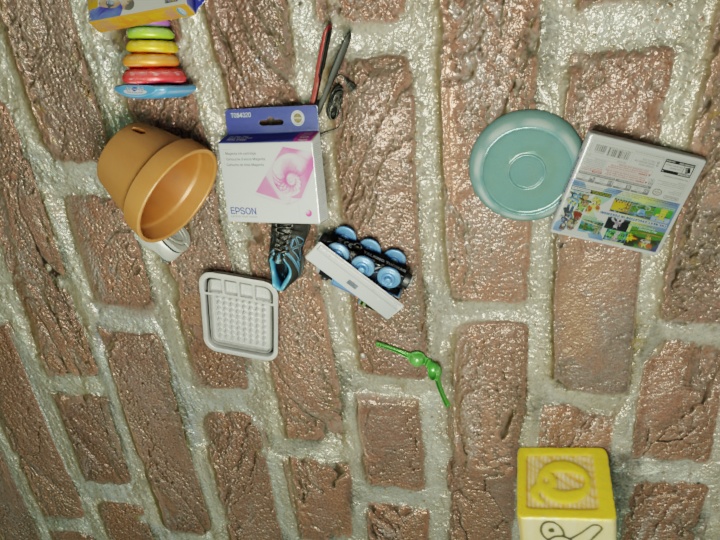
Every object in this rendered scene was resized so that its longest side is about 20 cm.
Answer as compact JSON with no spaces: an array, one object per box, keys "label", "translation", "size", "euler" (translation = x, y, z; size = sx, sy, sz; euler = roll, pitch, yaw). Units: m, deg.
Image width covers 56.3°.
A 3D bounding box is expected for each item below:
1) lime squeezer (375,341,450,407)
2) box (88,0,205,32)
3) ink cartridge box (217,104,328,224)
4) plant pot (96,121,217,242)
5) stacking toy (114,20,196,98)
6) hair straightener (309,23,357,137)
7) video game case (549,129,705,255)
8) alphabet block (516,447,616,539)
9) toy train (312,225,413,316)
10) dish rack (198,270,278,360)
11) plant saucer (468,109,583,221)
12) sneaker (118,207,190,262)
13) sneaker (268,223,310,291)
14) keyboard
[{"label":"lime squeezer","translation":[0.121,0.201,1.381],"size":[0.199,0.070,0.038],"euler":[40,144,24]},{"label":"box","translation":[-0.340,-0.461,1.078],"size":[0.197,0.041,0.121],"euler":[-6,81,14]},{"label":"ink cartridge box","translation":[-0.159,-0.185,1.194],"size":[0.194,0.043,0.203],"euler":[3,110,24]},{"label":"plant pot","translation":[-0.377,-0.172,1.216],"size":[0.139,0.200,0.201],"euler":[36,122,9]},{"label":"stacking toy","translation":[-0.353,-0.396,1.137],"size":[0.114,0.110,0.203],"euler":[7,107,20]},{"label":"hair straightener","translation":[-0.046,-0.306,1.137],"size":[0.076,0.041,0.202],"euler":[20,122,2]},{"label":"video game case","translation":[0.440,-0.126,1.123],"size":[0.197,0.022,0.184],"euler":[12,122,-4]},{"label":"alphabet block","translation":[0.429,0.512,1.408],"size":[0.192,0.197,0.202],"euler":[-4,119,14]},{"label":"toy train","translation":[0.000,0.000,1.280],"size":[0.198,0.087,0.115],"euler":[24,128,-1]},{"label":"dish rack","translation":[-0.249,0.090,1.414],"size":[0.169,0.044,0.203],"euler":[9,121,7]},{"label":"plant saucer","translation":[0.283,-0.171,1.146],"size":[0.197,0.028,0.203],"euler":[6,121,10]},{"label":"sneaker","translation":[-0.433,-0.099,1.334],"size":[0.080,0.077,0.201],"euler":[-27,109,36]},{"label":"sneaker","translation":[-0.138,-0.055,1.280],"size":[0.072,0.082,0.203],"euler":[8,120,12]},{"label":"keyboard","translation":[-0.011,0.021,1.244],"size":[0.199,0.011,0.056],"euler":[37,141,-11]}]
